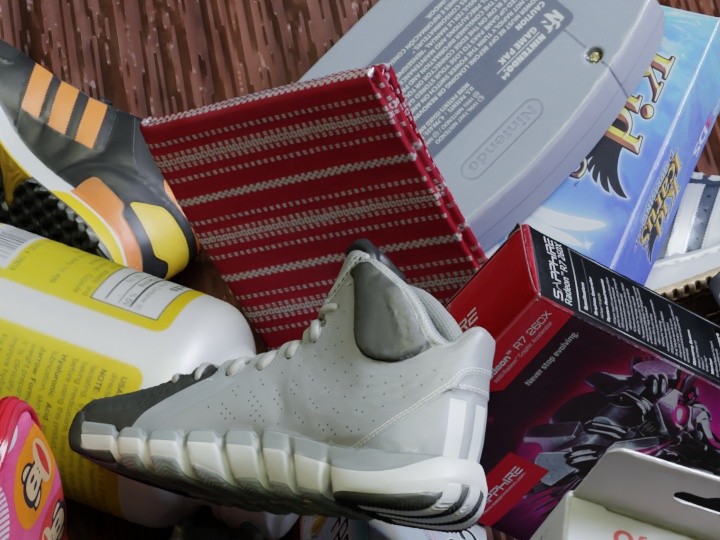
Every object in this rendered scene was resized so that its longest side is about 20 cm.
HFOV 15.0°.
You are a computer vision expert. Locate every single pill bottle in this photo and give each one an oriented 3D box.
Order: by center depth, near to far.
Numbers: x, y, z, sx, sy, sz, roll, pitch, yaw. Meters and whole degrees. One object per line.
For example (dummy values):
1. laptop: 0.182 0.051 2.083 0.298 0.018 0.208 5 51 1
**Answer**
1. pill bottle: -0.116 0.054 1.269 0.199 0.112 0.112 19 56 16

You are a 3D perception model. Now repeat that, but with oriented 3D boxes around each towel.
1. towel: 0.000 0.000 1.240 0.144 0.201 0.023 -11 30 37

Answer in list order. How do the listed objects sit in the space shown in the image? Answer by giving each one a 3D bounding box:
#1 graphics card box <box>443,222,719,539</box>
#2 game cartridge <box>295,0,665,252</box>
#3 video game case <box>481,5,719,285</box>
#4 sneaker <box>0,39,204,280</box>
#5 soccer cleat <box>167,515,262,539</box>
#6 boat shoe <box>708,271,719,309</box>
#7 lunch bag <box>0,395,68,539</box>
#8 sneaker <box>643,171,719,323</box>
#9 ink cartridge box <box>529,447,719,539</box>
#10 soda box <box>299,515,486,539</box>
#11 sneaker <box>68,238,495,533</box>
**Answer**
1. graphics card box: 0.114 0.072 1.201 0.199 0.126 0.051 26 34 -26
2. game cartridge: 0.045 -0.079 1.307 0.200 0.042 0.133 -44 61 -2
3. video game case: 0.065 -0.049 1.331 0.180 0.045 0.201 17 73 27
4. sneaker: -0.151 -0.063 1.392 0.090 0.070 0.200 -21 56 -33
5. soccer cleat: -0.062 0.182 1.155 0.064 0.084 0.200 7 25 -7
6. boat shoe: 0.222 0.082 1.276 0.060 0.074 0.201 -24 80 14
7. lunch bag: -0.185 0.157 1.145 0.081 0.200 0.177 13 58 10
8. sneaker: 0.169 -0.029 1.363 0.199 0.070 0.109 -17 58 -9
9. ink cartridge box: 0.114 0.161 1.132 0.114 0.200 0.068 18 54 -9
10. soda box: 0.015 0.142 1.177 0.063 0.069 0.200 25 22 -12
11. sneaker: -0.027 0.043 1.159 0.199 0.075 0.116 5 76 29
